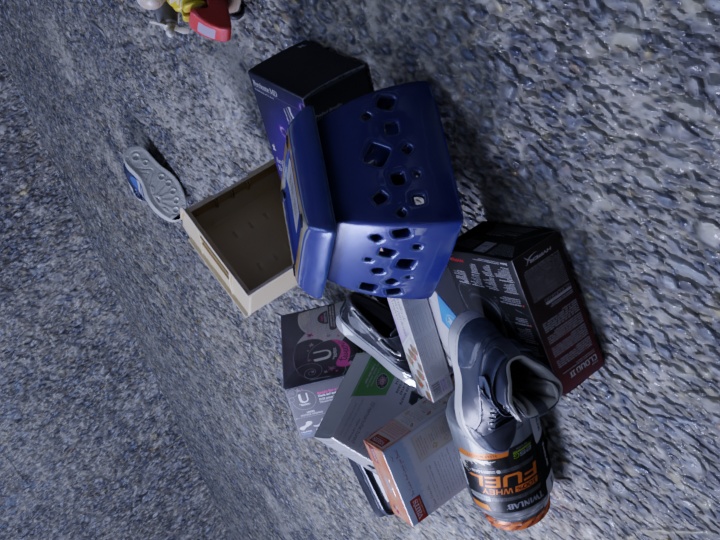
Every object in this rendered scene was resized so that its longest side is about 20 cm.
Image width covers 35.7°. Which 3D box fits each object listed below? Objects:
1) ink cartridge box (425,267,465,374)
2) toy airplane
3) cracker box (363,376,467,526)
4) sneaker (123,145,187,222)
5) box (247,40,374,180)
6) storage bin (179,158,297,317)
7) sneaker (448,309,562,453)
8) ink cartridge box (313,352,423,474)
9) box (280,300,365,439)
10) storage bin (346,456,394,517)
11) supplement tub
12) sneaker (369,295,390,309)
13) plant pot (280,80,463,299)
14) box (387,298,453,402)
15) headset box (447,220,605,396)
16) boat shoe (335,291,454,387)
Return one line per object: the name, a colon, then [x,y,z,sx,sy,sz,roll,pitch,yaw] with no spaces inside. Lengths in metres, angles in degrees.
ink cartridge box: [0.115,0.067,1.531,0.116,0.066,0.200,50,157,19]
toy airplane: [-0.268,-0.430,1.613,0.199,0.141,0.201,29,144,52]
cracker box: [0.115,0.248,1.588,0.058,0.199,0.135,20,136,57]
sneaker: [-0.437,-0.169,2.411,0.200,0.080,0.147,51,165,11]
box: [-0.052,-0.188,1.511,0.148,0.104,0.201,32,147,49]
storage bin: [-0.151,-0.065,1.755,0.199,0.199,0.094,51,159,17]
sneaker: [0.174,0.160,1.309,0.146,0.077,0.204,34,147,52]
ink cartridge box: [0.054,0.235,1.680,0.199,0.147,0.084,32,163,-16]
box: [-0.055,0.157,1.829,0.201,0.131,0.115,-98,-7,-55]
storage bin: [0.078,0.295,1.845,0.134,0.146,0.201,-8,114,37]
supplement tub: [0.194,0.249,1.525,0.122,0.122,0.201,27,143,52]
sneaker: [0.000,0.000,1.672,0.201,0.082,0.073,54,158,10]
plant pot: [0.003,-0.086,1.339,0.200,0.178,0.201,104,158,-62]
box: [0.077,0.084,1.492,0.039,0.041,0.201,25,141,52]
headset box: [0.195,0.051,1.329,0.149,0.077,0.201,13,131,62]
boat shoe: [0.058,0.099,1.623,0.199,0.072,0.068,36,136,10]
